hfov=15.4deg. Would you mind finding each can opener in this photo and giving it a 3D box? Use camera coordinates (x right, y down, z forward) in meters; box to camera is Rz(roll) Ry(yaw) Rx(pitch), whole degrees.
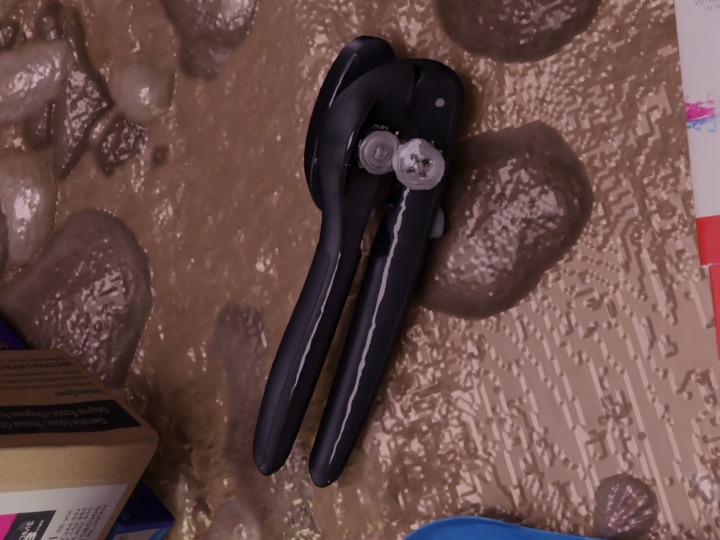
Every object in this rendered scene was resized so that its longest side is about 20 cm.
[{"bbox_3d":[0.000,0.000,1.160,0.063,0.079,0.200,10,100,-9],"label":"can opener"}]

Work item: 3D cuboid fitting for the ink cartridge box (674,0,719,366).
[{"bbox_3d":[0.191,-0.064,1.035,0.116,0.067,0.200,-7,86,31],"label":"ink cartridge box"}]

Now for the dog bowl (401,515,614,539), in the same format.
[{"bbox_3d":[0.098,0.160,1.100,0.200,0.050,0.112,4,92,31],"label":"dog bowl"}]

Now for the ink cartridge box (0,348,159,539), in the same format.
[{"bbox_3d":[-0.198,0.133,1.136,0.075,0.165,0.200,38,109,25],"label":"ink cartridge box"}]

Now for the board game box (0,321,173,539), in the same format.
[{"bbox_3d":[-0.198,0.098,1.265,0.200,0.045,0.135,46,111,22],"label":"board game box"}]
